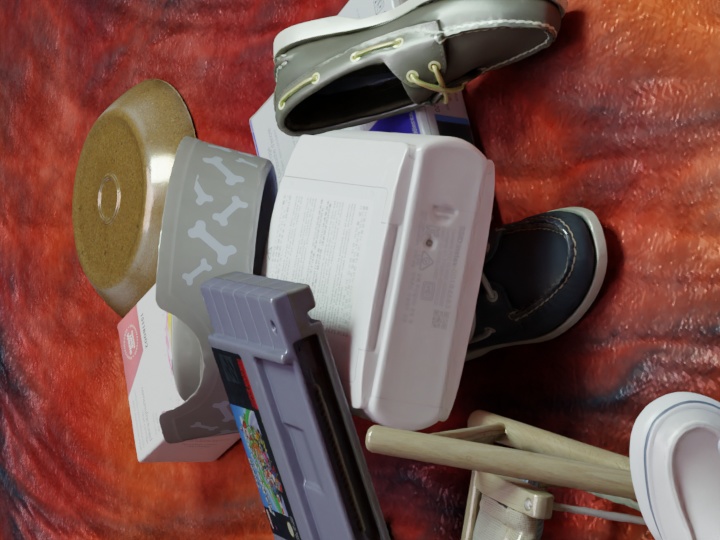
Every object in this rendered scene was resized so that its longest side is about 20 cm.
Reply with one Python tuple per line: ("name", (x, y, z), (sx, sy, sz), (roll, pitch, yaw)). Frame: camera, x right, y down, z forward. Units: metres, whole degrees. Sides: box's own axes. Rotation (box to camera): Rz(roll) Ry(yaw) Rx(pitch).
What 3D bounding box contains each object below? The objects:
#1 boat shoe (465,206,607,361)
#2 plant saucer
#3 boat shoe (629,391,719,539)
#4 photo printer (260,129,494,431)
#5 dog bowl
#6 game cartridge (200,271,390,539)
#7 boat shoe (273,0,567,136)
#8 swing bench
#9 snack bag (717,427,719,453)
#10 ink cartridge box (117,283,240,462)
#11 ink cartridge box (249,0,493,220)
("boat shoe", (0.070, 0.009, 1.289), (0.200, 0.062, 0.075), (-21, 69, 56))
("plant saucer", (-0.190, -0.057, 1.751), (0.200, 0.035, 0.201), (-9, 80, 59))
("boat shoe", (0.193, 0.147, 1.002), (0.200, 0.073, 0.065), (58, 175, -4))
("photo printer", (0.000, 0.000, 1.281), (0.200, 0.069, 0.167), (10, 90, 66))
("dog bowl", (-0.089, 0.014, 1.399), (0.200, 0.058, 0.201), (3, -90, -87))
("game cartridge", (-0.035, 0.101, 1.248), (0.130, 0.038, 0.200), (4, 114, 63))
("boat shoe", (0.034, -0.126, 1.306), (0.201, 0.072, 0.060), (-10, 62, 31))
("swing bench", (0.104, 0.193, 1.140), (0.200, 0.130, 0.200), (12, 97, 30))
("snack bag", (0.201, -0.020, 0.992), (0.021, 0.200, 0.189), (12, 98, 15))
("ink cartridge box", (-0.101, 0.049, 1.563), (0.200, 0.067, 0.117), (-43, 52, 49))
("ink cartridge box", (0.003, -0.070, 1.427), (0.200, 0.043, 0.199), (-44, 51, 47))
